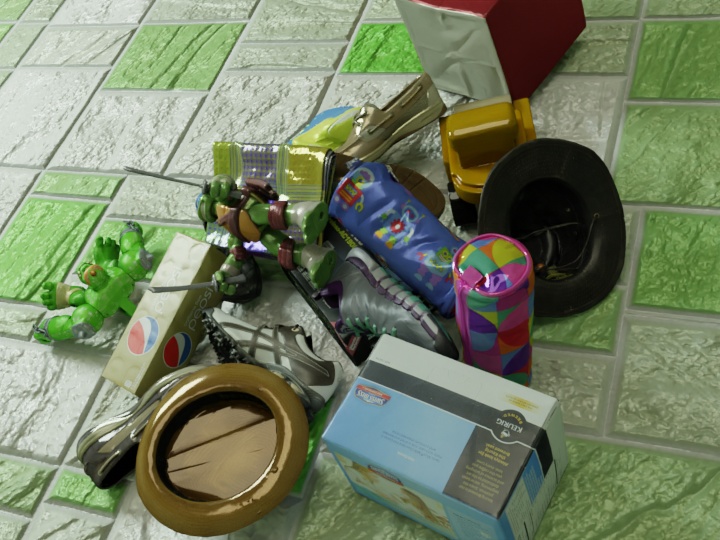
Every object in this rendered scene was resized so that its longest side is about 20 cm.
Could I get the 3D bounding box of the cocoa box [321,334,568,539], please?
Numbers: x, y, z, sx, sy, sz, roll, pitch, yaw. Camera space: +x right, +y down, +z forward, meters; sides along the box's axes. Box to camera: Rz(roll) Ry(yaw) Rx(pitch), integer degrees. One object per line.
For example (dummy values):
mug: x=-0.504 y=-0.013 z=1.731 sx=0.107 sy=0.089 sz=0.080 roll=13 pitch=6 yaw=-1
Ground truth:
cocoa box: x=0.087 y=0.177 z=0.875 sx=0.198 sy=0.134 sz=0.132 roll=18 pitch=61 yaw=30

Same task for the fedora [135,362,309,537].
fedora: x=-0.144 y=0.201 z=0.966 sx=0.197 sy=0.082 sz=0.203 roll=-7 pitch=60 yaw=12

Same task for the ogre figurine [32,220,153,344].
ogre figurine: x=-0.346 y=0.021 z=1.185 sx=0.199 sy=0.099 sz=0.119 roll=-35 pitch=30 yaw=-29

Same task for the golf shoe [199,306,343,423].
golf shoe: x=-0.106 y=0.097 z=1.051 sx=0.199 sy=0.078 sz=0.094 roll=37 pitch=61 yaw=24

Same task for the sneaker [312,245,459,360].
sneaker: x=0.026 y=0.059 z=0.964 sx=0.087 sy=0.075 sz=0.200 roll=-42 pitch=44 yaw=-3

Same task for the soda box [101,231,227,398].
soda box: x=-0.233 y=0.059 z=1.092 sx=0.067 sy=0.064 sz=0.202 roll=19 pitch=78 yaw=35

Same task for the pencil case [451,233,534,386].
pencil case: x=0.138 y=0.057 z=0.917 sx=0.087 sy=0.202 sz=0.089 roll=-5 pitch=46 yaw=5

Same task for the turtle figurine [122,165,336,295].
turtle figurine: x=-0.137 y=-0.032 z=0.993 sx=0.192 sy=0.199 sz=0.146 roll=13 pitch=100 yaw=26

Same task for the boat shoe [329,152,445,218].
boat shoe: x=0.016 y=-0.091 z=1.087 sx=0.198 sy=0.063 sz=0.073 roll=23 pitch=46 yaw=28

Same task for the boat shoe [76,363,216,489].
boat shoe: x=-0.234 y=0.186 z=1.033 sx=0.199 sy=0.075 sz=0.074 roll=-35 pitch=59 yaw=2

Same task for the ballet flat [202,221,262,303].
ballet flat: x=-0.183 y=-0.038 z=1.182 sx=0.056 sy=0.067 sz=0.201 roll=-2 pitch=44 yaw=-30

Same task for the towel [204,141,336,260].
towel: x=-0.117 y=-0.088 z=1.103 sx=0.198 sy=0.023 sz=0.146 roll=11 pitch=94 yaw=33

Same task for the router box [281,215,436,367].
router box: x=0.000 y=0.000 z=1.093 sx=0.149 sy=0.062 sz=0.200 roll=-34 pitch=50 yaw=-10

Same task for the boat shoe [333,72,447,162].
boat shoe: x=0.018 y=-0.189 z=1.170 sx=0.199 sy=0.065 sz=0.072 roll=-32 pitch=17 yaw=-4

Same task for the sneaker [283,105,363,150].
sneaker: x=-0.067 y=-0.170 z=1.260 sx=0.198 sy=0.076 sz=0.105 roll=-26 pitch=23 yaw=7

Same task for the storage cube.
storage cube: x=0.183 y=-0.357 z=1.225 sx=0.170 sy=0.201 sz=0.180 roll=27 pitch=69 yaw=38

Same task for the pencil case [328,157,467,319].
pencil case: x=0.054 y=-0.039 z=0.979 sx=0.200 sy=0.078 sz=0.087 roll=43 pitch=89 yaw=15

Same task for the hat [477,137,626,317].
hat: x=0.210 y=-0.049 z=1.021 sx=0.199 sy=0.202 sz=0.081 roll=-33 pitch=10 yaw=-9

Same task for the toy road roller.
toy road roller: x=0.160 y=-0.165 z=1.111 sx=0.121 sy=0.147 sz=0.202 roll=-10 pitch=50 yaw=11
